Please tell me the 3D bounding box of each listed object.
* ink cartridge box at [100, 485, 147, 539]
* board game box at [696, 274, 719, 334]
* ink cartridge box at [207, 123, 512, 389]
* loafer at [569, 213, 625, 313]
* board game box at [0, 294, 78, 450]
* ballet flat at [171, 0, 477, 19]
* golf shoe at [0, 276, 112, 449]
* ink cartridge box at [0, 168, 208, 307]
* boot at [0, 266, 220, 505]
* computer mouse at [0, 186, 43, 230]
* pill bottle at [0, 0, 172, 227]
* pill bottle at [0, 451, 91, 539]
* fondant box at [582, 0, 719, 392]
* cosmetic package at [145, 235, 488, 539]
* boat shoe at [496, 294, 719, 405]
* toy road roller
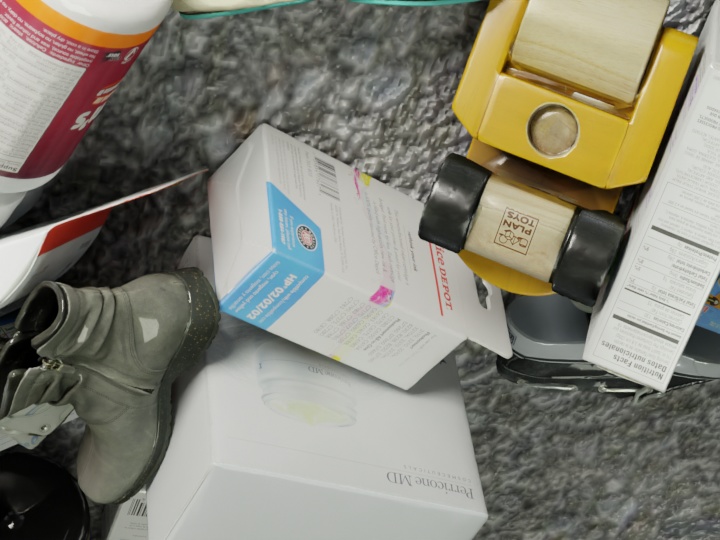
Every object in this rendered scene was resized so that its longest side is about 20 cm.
[{"bbox_3d":[-0.115,0.225,1.415,0.198,0.045,0.177,9,134,-18],"label":"ink cartridge box"},{"bbox_3d":[0.255,-0.058,1.044,0.036,0.152,0.200,21,163,4],"label":"board game box"},{"bbox_3d":[0.000,0.000,1.138,0.199,0.116,0.068,25,129,-31],"label":"ink cartridge box"},{"bbox_3d":[0.233,-0.027,1.195,0.198,0.076,0.070,-21,168,11],"label":"loafer"},{"bbox_3d":[-0.283,0.082,1.238,0.198,0.035,0.126,-23,135,15],"label":"board game box"},{"bbox_3d":[-0.016,-0.182,0.985,0.198,0.070,0.070,-5,138,-3],"label":"ballet flat"},{"bbox_3d":[-0.226,0.081,1.117,0.199,0.078,0.098,-23,122,-43],"label":"golf shoe"},{"bbox_3d":[-0.196,-0.007,1.074,0.198,0.163,0.058,-13,97,8],"label":"ink cartridge box"},{"bbox_3d":[-0.178,0.074,1.081,0.130,0.068,0.201,-6,136,-39],"label":"boot"},{"bbox_3d":[-0.301,-0.043,1.094,0.198,0.044,0.110,-5,136,-4],"label":"computer mouse"},{"bbox_3d":[-0.197,-0.115,0.985,0.109,0.110,0.200,20,131,-28],"label":"pill bottle"},{"bbox_3d":[-0.261,0.231,1.336,0.111,0.113,0.201,-2,148,-7],"label":"pill bottle"},{"bbox_3d":[0.202,-0.048,1.058,0.058,0.144,0.201,22,116,3],"label":"fondant box"},{"bbox_3d":[-0.038,0.105,1.183,0.198,0.201,0.123,14,134,-24],"label":"cosmetic package"},{"bbox_3d":[0.198,0.064,1.271,0.197,0.074,0.069,0,133,-9],"label":"boat shoe"},{"bbox_3d":[0.121,-0.084,1.074,0.122,0.146,0.202,21,101,7],"label":"toy road roller"}]
